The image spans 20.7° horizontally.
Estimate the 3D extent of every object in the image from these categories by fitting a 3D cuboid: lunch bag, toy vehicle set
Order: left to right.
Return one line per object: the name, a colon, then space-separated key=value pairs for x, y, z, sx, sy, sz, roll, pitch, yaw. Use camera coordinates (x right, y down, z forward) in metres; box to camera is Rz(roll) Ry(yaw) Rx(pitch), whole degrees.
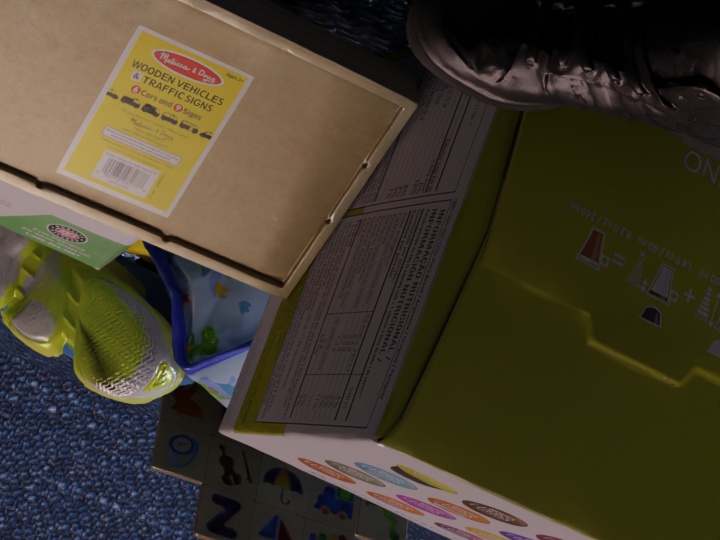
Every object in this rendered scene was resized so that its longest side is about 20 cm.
toy vehicle set: x=-0.089 y=-0.074 z=0.870 sx=0.199 sy=0.124 sz=0.027 roll=24 pitch=-149 yaw=-22
lunch bag: x=0.000 y=0.000 z=1.108 sx=0.199 sy=0.128 sz=0.170 roll=-21 pitch=157 yaw=9

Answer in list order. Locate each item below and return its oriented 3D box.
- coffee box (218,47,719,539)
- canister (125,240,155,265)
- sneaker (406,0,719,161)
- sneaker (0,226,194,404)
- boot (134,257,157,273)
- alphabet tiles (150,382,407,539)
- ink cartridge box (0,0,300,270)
coffee box: x=0.083 y=0.023 z=0.910 sx=0.199 sy=0.201 sz=0.198 roll=25 pitch=167 yaw=-20
canister: x=-0.172 y=-0.084 z=1.175 sx=0.199 sy=0.087 sz=0.148 roll=29 pitch=166 yaw=-25
sneaker: x=0.119 y=-0.083 z=0.731 sx=0.199 sy=0.060 sz=0.104 roll=17 pitch=170 yaw=-3
sneaker: x=-0.166 y=0.009 z=1.131 sx=0.200 sy=0.076 sz=0.105 roll=45 pitch=-170 yaw=24
boot: x=-0.063 y=0.031 z=1.280 sx=0.186 sy=0.065 sz=0.200 roll=25 pitch=-156 yaw=19
alphabet tiles: x=-0.041 y=0.088 z=1.197 sx=0.166 sy=0.201 sz=0.006 roll=20 pitch=142 yaw=-17
ink cartridge box: x=-0.142 y=-0.091 z=0.978 sx=0.145 sy=0.088 sz=0.200 roll=25 pitch=153 yaw=-21
